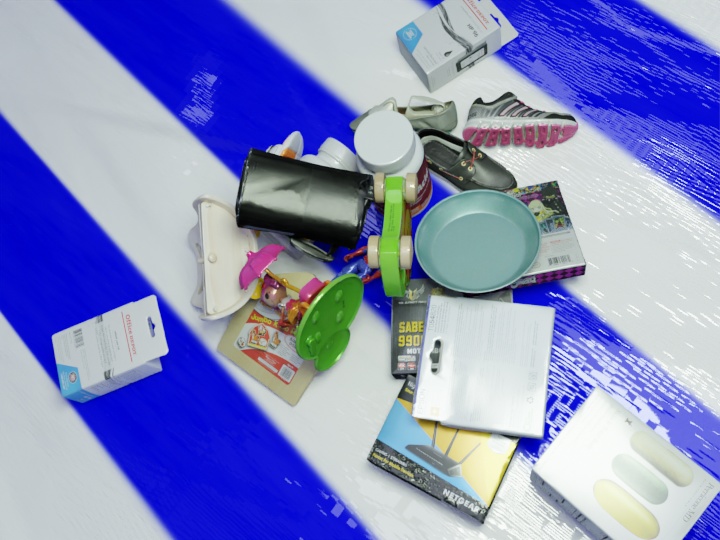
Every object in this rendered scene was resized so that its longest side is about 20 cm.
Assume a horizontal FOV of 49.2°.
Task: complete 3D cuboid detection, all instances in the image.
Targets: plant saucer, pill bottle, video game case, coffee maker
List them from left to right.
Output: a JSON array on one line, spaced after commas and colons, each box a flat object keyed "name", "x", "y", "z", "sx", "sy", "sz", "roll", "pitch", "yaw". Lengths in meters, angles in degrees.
[{"name": "coffee maker", "x": -0.088, "y": -0.119, "z": 1.217, "sx": 0.197, "sy": 0.193, "sz": 0.136, "roll": 11, "pitch": 56, "yaw": -7}, {"name": "pill bottle", "x": -0.088, "y": -0.129, "z": 1.371, "sx": 0.111, "sy": 0.111, "sz": 0.201, "roll": 35, "pitch": 81, "yaw": 21}, {"name": "pill bottle", "x": 0.055, "y": -0.173, "z": 1.307, "sx": 0.112, "sy": 0.200, "sz": 0.116, "roll": -4, "pitch": 70, "yaw": 11}, {"name": "plant saucer", "x": 0.185, "y": -0.040, "z": 1.240, "sx": 0.197, "sy": 0.036, "sz": 0.202, "roll": -7, "pitch": 54, "yaw": 9}, {"name": "video game case", "x": 0.246, "y": -0.054, "z": 1.282, "sx": 0.197, "sy": 0.036, "sz": 0.183, "roll": -12, "pitch": 53, "yaw": 4}]

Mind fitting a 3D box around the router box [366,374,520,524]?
[{"name": "router box", "x": 0.130, "y": 0.273, "z": 1.212, "sx": 0.198, "sy": 0.051, "sz": 0.150, "roll": 24, "pitch": 76, "yaw": 19}]

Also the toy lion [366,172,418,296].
[{"name": "toy lion", "x": 0.058, "y": -0.042, "z": 1.224, "sx": 0.068, "sy": 0.193, "sz": 0.202, "roll": 0, "pitch": 52, "yaw": 9}]

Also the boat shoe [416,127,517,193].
[{"name": "boat shoe", "x": 0.179, "y": -0.184, "z": 1.360, "sx": 0.200, "sy": 0.063, "sz": 0.074, "roll": 29, "pitch": 76, "yaw": 18}]

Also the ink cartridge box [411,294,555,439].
[{"name": "ink cartridge box", "x": 0.188, "y": 0.144, "z": 1.199, "sx": 0.197, "sy": 0.041, "sz": 0.202, "roll": 7, "pitch": 72, "yaw": 13}]

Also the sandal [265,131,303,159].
[{"name": "sandal", "x": -0.171, "y": -0.168, "z": 1.420, "sx": 0.059, "sy": 0.079, "sz": 0.209, "roll": 24, "pitch": 79, "yaw": 16}]

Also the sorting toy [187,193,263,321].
[{"name": "sorting toy", "x": -0.254, "y": -0.012, "z": 1.345, "sx": 0.179, "sy": 0.106, "sz": 0.203, "roll": -11, "pitch": 81, "yaw": 53}]

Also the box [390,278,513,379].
[{"name": "box", "x": 0.150, "y": 0.093, "z": 1.274, "sx": 0.197, "sy": 0.048, "sz": 0.161, "roll": -2, "pitch": 71, "yaw": 11}]

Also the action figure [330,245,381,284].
[{"name": "action figure", "x": 0.000, "y": 0.000, "z": 1.343, "sx": 0.199, "sy": 0.052, "sz": 0.066, "roll": -38, "pitch": 63, "yaw": -5}]

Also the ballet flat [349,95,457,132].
[{"name": "ballet flat", "x": 0.076, "y": -0.283, "z": 1.411, "sx": 0.197, "sy": 0.064, "sz": 0.068, "roll": 2, "pitch": 36, "yaw": 10}]

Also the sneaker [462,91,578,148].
[{"name": "sneaker", "x": 0.276, "y": -0.267, "z": 1.360, "sx": 0.197, "sy": 0.074, "sz": 0.089, "roll": 1, "pitch": 65, "yaw": 9}]

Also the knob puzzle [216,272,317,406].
[{"name": "knob puzzle", "x": -0.126, "y": 0.094, "z": 1.331, "sx": 0.216, "sy": 0.030, "sz": 0.223, "roll": -2, "pitch": 85, "yaw": 17}]

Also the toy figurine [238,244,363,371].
[{"name": "toy figurine", "x": -0.109, "y": 0.042, "z": 1.242, "sx": 0.183, "sy": 0.201, "sz": 0.150, "roll": 34, "pitch": 60, "yaw": 26}]

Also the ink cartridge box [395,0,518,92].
[{"name": "ink cartridge box", "x": 0.179, "y": -0.435, "z": 1.443, "sx": 0.199, "sy": 0.068, "sz": 0.117, "roll": -33, "pitch": 68, "yaw": -1}]

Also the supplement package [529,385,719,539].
[{"name": "supplement package", "x": 0.362, "y": 0.296, "z": 1.101, "sx": 0.199, "sy": 0.151, "sz": 0.152, "roll": 39, "pitch": 82, "yaw": 21}]

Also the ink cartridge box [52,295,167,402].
[{"name": "ink cartridge box", "x": -0.422, "y": 0.136, "z": 1.365, "sx": 0.198, "sy": 0.068, "sz": 0.117, "roll": -22, "pitch": 68, "yaw": 4}]
